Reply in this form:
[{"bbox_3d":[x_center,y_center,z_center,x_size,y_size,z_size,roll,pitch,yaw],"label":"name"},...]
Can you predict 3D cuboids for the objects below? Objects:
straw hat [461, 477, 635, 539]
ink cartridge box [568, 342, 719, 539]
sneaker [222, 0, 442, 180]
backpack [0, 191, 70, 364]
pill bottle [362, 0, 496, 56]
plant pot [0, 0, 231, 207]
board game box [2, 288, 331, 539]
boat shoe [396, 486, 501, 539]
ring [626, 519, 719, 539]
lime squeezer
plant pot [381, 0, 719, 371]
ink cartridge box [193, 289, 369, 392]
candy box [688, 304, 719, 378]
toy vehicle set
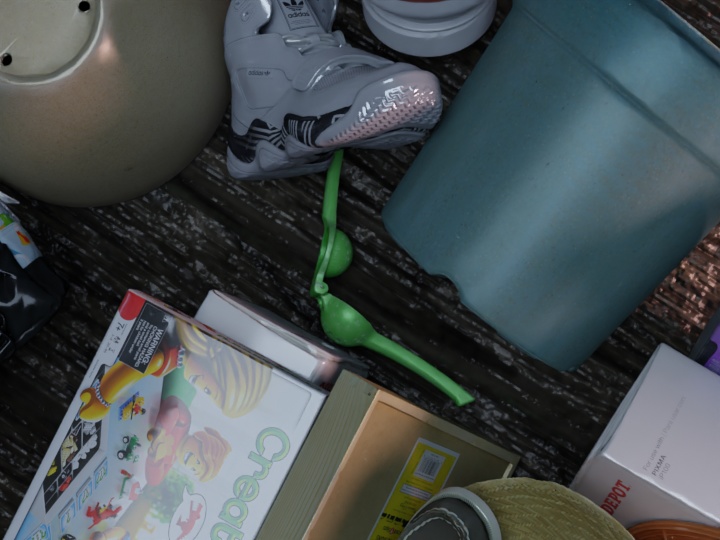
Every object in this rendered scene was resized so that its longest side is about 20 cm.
[{"bbox_3d":[0.118,0.203,1.101,0.200,0.085,0.203,6,98,44],"label":"straw hat"},{"bbox_3d":[0.222,0.143,1.119,0.199,0.147,0.083,31,68,8],"label":"ink cartridge box"},{"bbox_3d":[-0.026,-0.122,1.159,0.075,0.199,0.116,-6,86,-31],"label":"sneaker"},{"bbox_3d":[-0.295,-0.020,1.212,0.163,0.154,0.200,-40,104,8],"label":"backpack"},{"bbox_3d":[0.037,-0.220,1.140,0.111,0.201,0.113,-2,56,3],"label":"pill bottle"},{"bbox_3d":[-0.183,-0.145,1.201,0.198,0.134,0.203,-1,86,7],"label":"plant pot"},{"bbox_3d":[-0.114,0.128,1.076,0.125,0.035,0.201,26,90,10],"label":"board game box"},{"bbox_3d":[0.018,0.212,1.091,0.072,0.060,0.203,34,116,26],"label":"boat shoe"},{"bbox_3d":[0.227,0.208,1.101,0.199,0.201,0.019,30,64,8],"label":"ring"},{"bbox_3d":[0.000,0.000,1.218,0.070,0.038,0.202,-23,83,5],"label":"lime squeezer"},{"bbox_3d":[0.126,-0.062,1.140,0.200,0.200,0.197,40,100,8],"label":"plant pot"},{"bbox_3d":[-0.088,0.119,1.165,0.083,0.145,0.201,31,90,11],"label":"ink cartridge box"},{"bbox_3d":[0.284,0.078,1.107,0.199,0.168,0.072,30,68,8],"label":"candy box"},{"bbox_3d":[0.016,0.138,1.128,0.026,0.200,0.125,27,88,31],"label":"toy vehicle set"}]
